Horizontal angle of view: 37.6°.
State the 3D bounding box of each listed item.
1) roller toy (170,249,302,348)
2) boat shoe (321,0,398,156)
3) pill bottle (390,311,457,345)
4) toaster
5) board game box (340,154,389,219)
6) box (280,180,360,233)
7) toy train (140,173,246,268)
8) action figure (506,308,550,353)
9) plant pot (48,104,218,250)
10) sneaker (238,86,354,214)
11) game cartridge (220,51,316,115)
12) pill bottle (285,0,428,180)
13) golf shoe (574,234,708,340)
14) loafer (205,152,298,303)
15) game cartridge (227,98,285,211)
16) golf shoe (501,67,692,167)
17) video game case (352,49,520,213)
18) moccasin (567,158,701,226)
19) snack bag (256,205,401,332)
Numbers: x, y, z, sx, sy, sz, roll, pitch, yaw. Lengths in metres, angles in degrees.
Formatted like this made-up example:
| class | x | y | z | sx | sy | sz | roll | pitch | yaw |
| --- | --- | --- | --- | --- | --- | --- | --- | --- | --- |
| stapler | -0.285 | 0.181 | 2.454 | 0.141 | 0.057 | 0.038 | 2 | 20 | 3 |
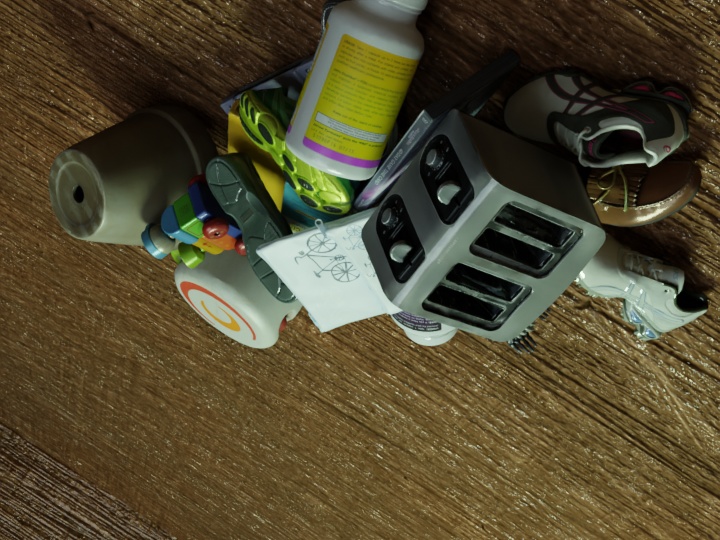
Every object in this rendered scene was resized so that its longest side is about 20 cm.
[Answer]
| class | x | y | z | sx | sy | sz | roll | pitch | yaw |
| --- | --- | --- | --- | --- | --- | --- | --- | --- | --- |
| roller toy | -0.164 | 0.011 | 1.550 | 0.182 | 0.140 | 0.200 | 18 | 152 | 39 |
| boat shoe | -0.006 | -0.205 | 1.173 | 0.071 | 0.065 | 0.201 | 9 | 130 | 28 |
| pill bottle | 0.085 | 0.005 | 1.343 | 0.112 | 0.113 | 0.201 | 20 | 145 | 21 |
| toaster | 0.127 | -0.038 | 1.066 | 0.199 | 0.119 | 0.181 | 19 | 127 | -30 |
| board game box | -0.002 | -0.038 | 1.343 | 0.034 | 0.136 | 0.200 | 29 | 148 | 7 |
| box | -0.058 | -0.062 | 1.341 | 0.082 | 0.049 | 0.200 | 25 | 152 | 5 |
| toy train | -0.188 | -0.041 | 1.397 | 0.115 | 0.085 | 0.200 | -30 | 152 | 18 |
| action figure | 0.184 | 0.017 | 1.257 | 0.102 | 0.119 | 0.200 | 27 | 165 | 33 |
| plant pot | -0.310 | -0.115 | 1.410 | 0.199 | 0.173 | 0.202 | 10 | 106 | 36 |
| sneaker | -0.062 | -0.147 | 1.201 | 0.200 | 0.083 | 0.074 | 51 | 154 | 27 |
| game cartridge | -0.075 | -0.188 | 1.310 | 0.199 | 0.038 | 0.130 | -13 | 121 | 49 |
| pill bottle | 0.001 | -0.202 | 1.084 | 0.104 | 0.104 | 0.201 | 27 | 110 | 11 |
| golf shoe | 0.307 | 0.000 | 1.172 | 0.199 | 0.079 | 0.097 | 33 | 145 | -32 |
| loafer | -0.115 | -0.059 | 1.305 | 0.072 | 0.063 | 0.201 | -28 | 92 | 39 |
| game cartridge | -0.088 | -0.120 | 1.357 | 0.175 | 0.033 | 0.200 | 25 | 153 | 5 |
| golf shoe | 0.220 | -0.147 | 1.042 | 0.199 | 0.088 | 0.078 | 8 | 132 | 35 |
| video game case | 0.077 | -0.144 | 1.128 | 0.019 | 0.143 | 0.200 | 50 | 148 | 5 |
| moccasin | 0.258 | -0.094 | 1.105 | 0.201 | 0.074 | 0.078 | 9 | 150 | 49 |
| snack bag | 0.000 | 0.000 | 1.227 | 0.198 | 0.022 | 0.189 | -16 | 140 | 18 |
